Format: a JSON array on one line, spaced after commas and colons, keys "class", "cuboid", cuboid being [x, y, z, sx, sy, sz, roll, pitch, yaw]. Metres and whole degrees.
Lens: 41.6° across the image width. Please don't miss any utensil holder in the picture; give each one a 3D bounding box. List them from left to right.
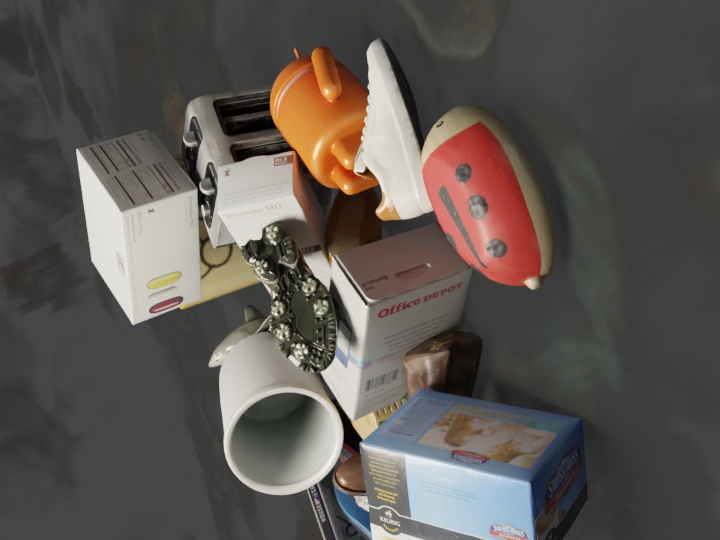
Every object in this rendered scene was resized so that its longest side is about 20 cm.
[{"class": "utensil holder", "cuboid": [-0.126, 0.204, 1.403, 0.200, 0.167, 0.172, -123, 23, -66]}]

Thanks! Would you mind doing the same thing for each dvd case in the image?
[{"class": "dvd case", "cuboid": [-0.042, 0.387, 1.523, 0.151, 0.025, 0.201, 56, -172, -51]}]

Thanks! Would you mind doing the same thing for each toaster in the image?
[{"class": "toaster", "cuboid": [-0.131, -0.141, 1.281, 0.119, 0.197, 0.183, 106, 147, -54]}]

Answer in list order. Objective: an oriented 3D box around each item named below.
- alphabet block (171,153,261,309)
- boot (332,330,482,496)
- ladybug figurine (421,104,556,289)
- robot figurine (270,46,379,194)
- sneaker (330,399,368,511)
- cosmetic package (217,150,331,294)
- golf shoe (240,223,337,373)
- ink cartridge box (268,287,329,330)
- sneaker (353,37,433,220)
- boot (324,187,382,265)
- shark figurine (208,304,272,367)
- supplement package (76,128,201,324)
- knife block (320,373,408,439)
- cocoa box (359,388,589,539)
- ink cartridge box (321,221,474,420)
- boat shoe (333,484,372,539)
[{"class": "alphabet block", "cuboid": [-0.248, -0.081, 1.542, 0.196, 0.198, 0.198, 30, 133, 56]}, {"class": "boot", "cuboid": [0.052, 0.163, 1.102, 0.064, 0.184, 0.202, -125, 26, -43]}, {"class": "ladybug figurine", "cuboid": [0.119, -0.068, 0.928, 0.202, 0.071, 0.136, 62, 154, 21]}, {"class": "robot figurine", "cuboid": [-0.035, -0.180, 1.127, 0.143, 0.117, 0.201, 30, -161, -53]}, {"class": "sneaker", "cuboid": [-0.010, 0.288, 1.456, 0.201, 0.067, 0.109, 36, 135, 49]}, {"class": "cosmetic package", "cuboid": [-0.098, -0.054, 1.177, 0.201, 0.100, 0.075, 62, -160, -57]}, {"class": "golf shoe", "cuboid": [-0.065, 0.036, 1.079, 0.088, 0.077, 0.201, 50, -168, -54]}, {"class": "ink cartridge box", "cuboid": [-0.066, 0.064, 1.387, 0.037, 0.095, 0.199, 37, 166, -24]}, {"class": "sneaker", "cuboid": [0.021, -0.151, 1.022, 0.073, 0.084, 0.203, 25, -131, -67]}, {"class": "boot", "cuboid": [0.001, 0.000, 1.229, 0.144, 0.070, 0.204, 62, -151, -67]}, {"class": "shark figurine", "cuboid": [-0.152, 0.096, 1.550, 0.090, 0.213, 0.129, 47, 113, 30]}, {"class": "supplement package", "cuboid": [-0.303, -0.060, 1.313, 0.156, 0.110, 0.202, 47, 146, 36]}, {"class": "knife block", "cuboid": [0.007, 0.183, 1.351, 0.175, 0.063, 0.203, -21, 87, 67]}, {"class": "cocoa box", "cuboid": [0.118, 0.220, 0.975, 0.198, 0.133, 0.133, 6, 113, 35]}, {"class": "ink cartridge box", "cuboid": [0.039, 0.059, 1.097, 0.088, 0.144, 0.202, 53, 150, 35]}, {"class": "boat shoe", "cuboid": [0.016, 0.396, 1.461, 0.200, 0.083, 0.069, 50, 152, 43]}]
